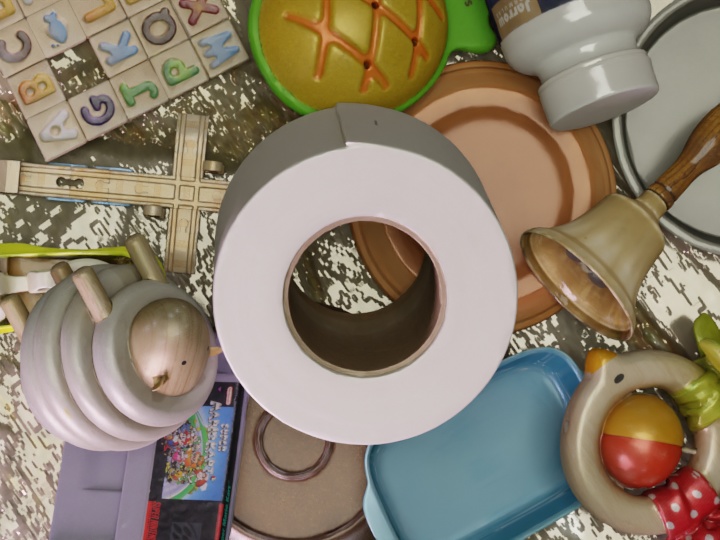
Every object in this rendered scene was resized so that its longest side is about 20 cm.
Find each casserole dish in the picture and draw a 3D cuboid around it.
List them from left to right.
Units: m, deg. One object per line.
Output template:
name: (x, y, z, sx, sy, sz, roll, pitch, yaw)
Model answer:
casserole dish: (0.088, 0.135, 1.544, 0.199, 0.039, 0.122, -27, 95, -15)

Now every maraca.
maraca: (0.011, -0.181, 1.540, 0.199, 0.107, 0.138, -28, 92, -23)

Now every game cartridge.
game cartridge: (-0.147, 0.138, 1.508, 0.128, 0.038, 0.202, -1, 67, 18)

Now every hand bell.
hand bell: (0.215, -0.058, 1.525, 0.104, 0.104, 0.200, 44, 76, 0)

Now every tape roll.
tape roll: (0.000, 0.000, 1.458, 0.200, 0.139, 0.205, -1, 104, -3)

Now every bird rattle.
bird rattle: (0.216, 0.130, 1.536, 0.161, 0.113, 0.202, 11, 98, -13)

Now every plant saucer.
plant saucer: (-0.048, 0.122, 1.560, 0.198, 0.032, 0.202, 0, 87, -3)
plant saucer: (0.089, -0.053, 1.569, 0.198, 0.037, 0.202, 0, 87, -3)

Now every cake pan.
cake pan: (0.279, -0.109, 1.577, 0.198, 0.037, 0.203, 0, 87, -2)

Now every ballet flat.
ballet flat: (-0.238, 0.011, 1.536, 0.198, 0.067, 0.068, -5, 87, 0)

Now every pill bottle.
pill bottle: (0.140, -0.206, 1.528, 0.110, 0.111, 0.202, -18, 81, -3)

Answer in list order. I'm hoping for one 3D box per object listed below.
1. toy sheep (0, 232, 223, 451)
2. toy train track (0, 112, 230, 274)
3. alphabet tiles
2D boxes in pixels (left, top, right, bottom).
toy sheep: (-0.169, 0.057, 1.455, 0.137, 0.199, 0.139, 9, 75, -36)
toy train track: (-0.168, -0.060, 1.561, 0.198, 0.033, 0.116, 5, 88, -1)
alphabet tiles: (-0.198, -0.205, 1.570, 0.166, 0.008, 0.201, -27, 87, -8)
